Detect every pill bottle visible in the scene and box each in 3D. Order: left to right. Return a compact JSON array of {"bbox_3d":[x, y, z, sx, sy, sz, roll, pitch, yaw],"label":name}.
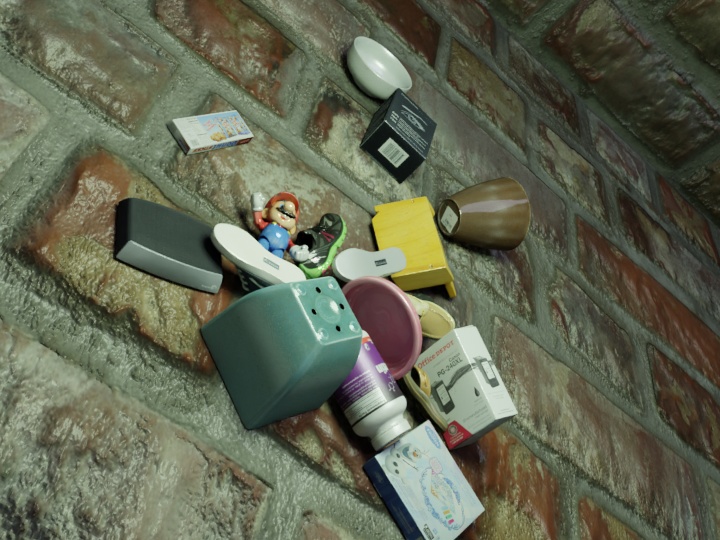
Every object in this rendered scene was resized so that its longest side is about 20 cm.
[{"bbox_3d":[0.010,0.219,1.598,0.112,0.112,0.202,-14,69,-53],"label":"pill bottle"}]

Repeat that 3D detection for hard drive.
[{"bbox_3d":[-0.326,-0.047,1.523,0.197,0.042,0.137,23,43,-35],"label":"hard drive"}]

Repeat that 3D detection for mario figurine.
[{"bbox_3d":[-0.158,-0.082,1.688,0.203,0.104,0.125,-78,152,-41],"label":"mario figurine"}]

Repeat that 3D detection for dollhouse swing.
[{"bbox_3d":[0.126,-0.032,2.038,0.177,0.177,0.203,-10,57,-5],"label":"dollhouse swing"}]

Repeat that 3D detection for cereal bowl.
[{"bbox_3d":[0.039,-0.527,2.353,0.198,0.083,0.202,31,33,-23],"label":"cereal bowl"}]

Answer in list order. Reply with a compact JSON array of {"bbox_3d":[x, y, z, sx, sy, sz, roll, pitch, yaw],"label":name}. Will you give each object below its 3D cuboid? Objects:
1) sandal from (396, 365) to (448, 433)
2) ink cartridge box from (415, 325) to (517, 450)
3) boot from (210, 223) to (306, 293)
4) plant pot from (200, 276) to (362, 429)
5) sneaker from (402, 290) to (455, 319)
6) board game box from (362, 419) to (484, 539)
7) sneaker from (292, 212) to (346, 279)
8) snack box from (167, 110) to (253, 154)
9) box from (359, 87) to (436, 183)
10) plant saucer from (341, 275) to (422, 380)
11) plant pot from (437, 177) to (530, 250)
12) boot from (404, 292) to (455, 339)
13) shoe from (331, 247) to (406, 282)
[{"bbox_3d":[0.116,0.230,1.732,0.054,0.080,0.201,-38,94,-16],"label":"sandal"},{"bbox_3d":[0.206,0.235,1.779,0.082,0.145,0.203,-2,59,-46],"label":"ink cartridge box"},{"bbox_3d":[-0.200,0.001,1.585,0.198,0.090,0.074,35,39,-18],"label":"boot"},{"bbox_3d":[-0.111,0.117,1.478,0.194,0.199,0.198,-8,64,-51],"label":"plant pot"},{"bbox_3d":[0.116,0.081,1.898,0.197,0.061,0.104,29,16,-4],"label":"sneaker"},{"bbox_3d":[0.120,0.401,1.614,0.198,0.043,0.202,-18,72,-54],"label":"board game box"},{"bbox_3d":[-0.085,-0.064,1.788,0.084,0.076,0.201,43,33,-17],"label":"sneaker"},{"bbox_3d":[-0.302,-0.283,1.790,0.072,0.024,0.199,54,34,7],"label":"snack box"},{"bbox_3d":[0.100,-0.346,2.242,0.147,0.104,0.201,40,35,-13],"label":"box"},{"bbox_3d":[0.037,0.106,1.654,0.050,0.200,0.202,-22,75,-50],"label":"plant saucer"},{"bbox_3d":[0.298,-0.139,2.235,0.197,0.187,0.190,-6,61,-34],"label":"plant pot"},{"bbox_3d":[0.092,0.089,1.757,0.197,0.074,0.155,28,10,7],"label":"boot"},{"bbox_3d":[0.000,0.000,1.817,0.197,0.090,0.073,-9,76,-44],"label":"shoe"}]
